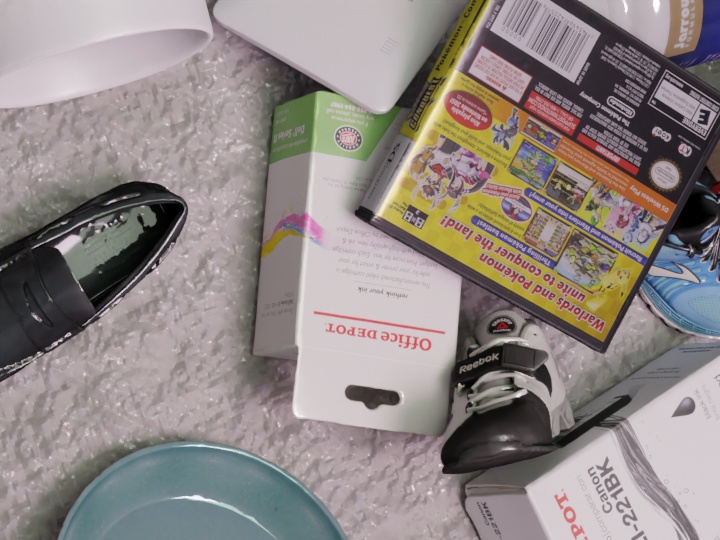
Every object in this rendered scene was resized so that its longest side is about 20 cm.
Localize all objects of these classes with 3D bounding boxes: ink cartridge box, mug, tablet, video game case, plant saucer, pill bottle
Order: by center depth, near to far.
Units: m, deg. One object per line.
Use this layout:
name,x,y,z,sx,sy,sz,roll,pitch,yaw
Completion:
mug,-0.164,-0.202,1.577,0.200,0.147,0.177,-7,80,-57
plant saucer,-0.093,0.201,1.594,0.199,0.036,0.201,10,60,-18
video game case,0.117,-0.070,1.660,0.199,0.025,0.182,28,90,-30
ink cartridge box,0.000,0.000,1.670,0.116,0.067,0.202,10,80,-27
tablet,0.010,-0.199,1.683,0.130,0.014,0.200,30,62,9
ink cartridge box,0.187,0.155,1.741,0.199,0.084,0.145,-31,100,-25
pill bottle,0.197,-0.188,1.754,0.199,0.116,0.117,-17,93,-27

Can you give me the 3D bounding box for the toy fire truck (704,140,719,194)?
toy fire truck,0.335,-0.055,1.830,0.175,0.129,0.201,-31,89,-26

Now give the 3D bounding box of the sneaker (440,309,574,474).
sneaker,0.084,0.072,1.651,0.074,0.200,0.089,-11,94,10

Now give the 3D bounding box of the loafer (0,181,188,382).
loafer,-0.185,0.009,1.572,0.200,0.070,0.068,-37,101,-25

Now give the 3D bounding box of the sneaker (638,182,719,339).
sneaker,0.215,-0.014,1.769,0.199,0.090,0.079,29,73,-24
